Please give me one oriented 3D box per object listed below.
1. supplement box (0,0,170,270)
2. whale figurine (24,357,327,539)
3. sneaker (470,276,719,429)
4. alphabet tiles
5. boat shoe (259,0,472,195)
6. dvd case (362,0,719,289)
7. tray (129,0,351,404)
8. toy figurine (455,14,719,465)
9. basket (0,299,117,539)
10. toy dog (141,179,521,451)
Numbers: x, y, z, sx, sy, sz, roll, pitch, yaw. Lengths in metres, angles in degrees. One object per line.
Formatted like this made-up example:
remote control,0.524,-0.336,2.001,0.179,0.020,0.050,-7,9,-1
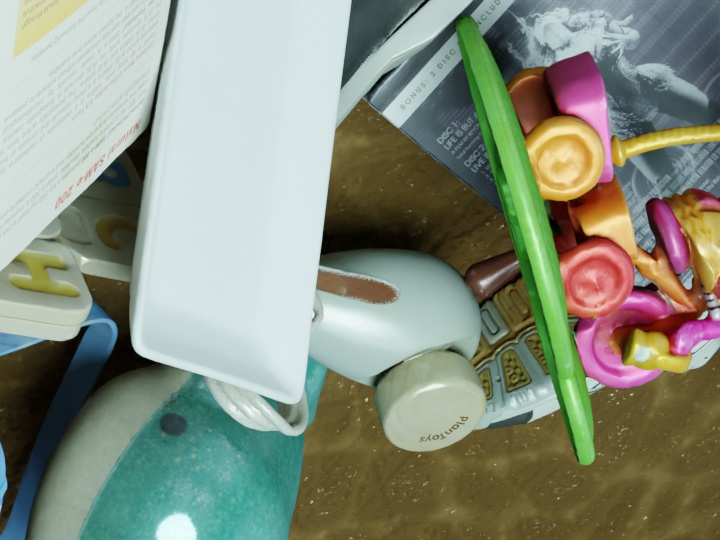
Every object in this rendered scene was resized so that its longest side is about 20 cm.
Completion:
supplement box,-0.108,-0.109,0.655,0.073,0.126,0.201,23,127,12
whale figurine,-0.062,0.093,0.971,0.200,0.103,0.160,-40,153,-48
sneaker,0.135,0.030,1.072,0.199,0.076,0.088,-31,136,5
alphabet tiles,-0.161,-0.050,0.761,0.194,0.201,0.015,12,123,-33
boat shoe,-0.025,-0.080,0.858,0.060,0.074,0.200,45,78,-4
dvd case,0.119,-0.074,0.962,0.200,0.016,0.149,37,103,-26
tray,-0.044,-0.059,0.779,0.022,0.202,0.107,0,167,32
toy figurine,0.151,-0.032,0.883,0.183,0.150,0.201,-16,116,2
basket,-0.205,0.099,0.932,0.199,0.139,0.177,-22,145,-47
toy dog,0.000,0.000,0.945,0.096,0.132,0.200,-42,154,19
